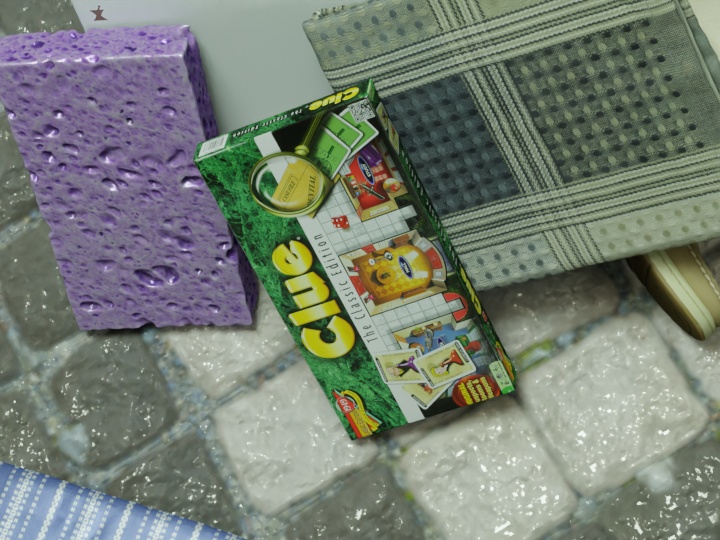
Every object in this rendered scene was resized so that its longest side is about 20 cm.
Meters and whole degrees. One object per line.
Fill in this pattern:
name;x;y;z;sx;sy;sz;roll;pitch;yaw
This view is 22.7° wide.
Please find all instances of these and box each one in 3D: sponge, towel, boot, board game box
sponge;-0.129;-0.047;1.008;0.110;0.201;0.030;-1;44;11
towel;-0.168;0.195;1.017;0.198;0.024;0.146;15;67;11
boot;0.201;-0.076;1.013;0.153;0.072;0.201;-26;69;0
board game box;0.000;0.000;0.968;0.104;0.201;0.024;-17;30;20
towel;0.093;-0.080;0.917;0.198;0.194;0.035;-13;32;29

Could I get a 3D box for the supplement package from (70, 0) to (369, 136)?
supplement package;-0.039;-0.183;1.029;0.189;0.148;0.202;0;54;13
